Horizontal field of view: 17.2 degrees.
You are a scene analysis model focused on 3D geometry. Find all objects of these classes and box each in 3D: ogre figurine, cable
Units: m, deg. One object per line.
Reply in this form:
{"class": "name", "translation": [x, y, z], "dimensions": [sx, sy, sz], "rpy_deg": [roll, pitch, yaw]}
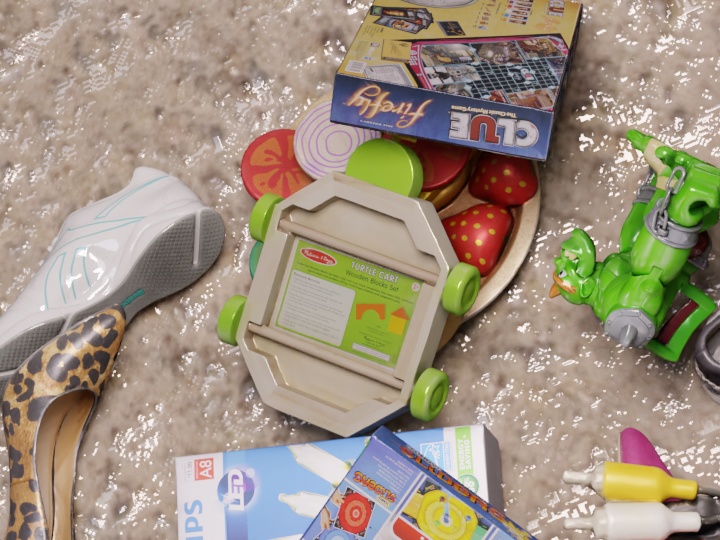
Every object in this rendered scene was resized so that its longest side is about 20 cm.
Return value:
{"class": "ogre figurine", "translation": [0.179, -0.015, 1.451], "dimensions": [0.098, 0.200, 0.120], "rpy_deg": [23, 96, -19]}
{"class": "cable", "translation": [0.218, 0.146, 1.376], "dimensions": [0.199, 0.050, 0.098], "rpy_deg": [-11, 79, 4]}

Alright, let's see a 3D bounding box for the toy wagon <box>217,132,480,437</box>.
{"class": "toy wagon", "translation": [0.000, 0.000, 1.491], "dimensions": [0.155, 0.040, 0.201], "rpy_deg": [20, 97, 24]}

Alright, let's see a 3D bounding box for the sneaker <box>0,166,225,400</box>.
{"class": "sneaker", "translation": [-0.185, 0.010, 1.594], "dimensions": [0.200, 0.070, 0.080], "rpy_deg": [-38, 51, -5]}

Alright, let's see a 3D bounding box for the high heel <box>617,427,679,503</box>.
{"class": "high heel", "translation": [0.220, 0.177, 1.420], "dimensions": [0.096, 0.067, 0.201], "rpy_deg": [-22, 69, 10]}

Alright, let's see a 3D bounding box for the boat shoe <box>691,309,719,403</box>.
{"class": "boat shoe", "translation": [0.298, 0.022, 1.465], "dimensions": [0.199, 0.060, 0.074], "rpy_deg": [-21, 67, 6]}

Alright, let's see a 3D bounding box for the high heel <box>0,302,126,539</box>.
{"class": "high heel", "translation": [-0.181, 0.132, 1.532], "dimensions": [0.143, 0.071, 0.200], "rpy_deg": [43, 101, 30]}

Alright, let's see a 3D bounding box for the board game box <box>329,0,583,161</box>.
{"class": "board game box", "translation": [0.065, -0.133, 1.511], "dimensions": [0.135, 0.200, 0.035], "rpy_deg": [11, 116, 6]}

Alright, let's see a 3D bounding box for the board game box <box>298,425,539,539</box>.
{"class": "board game box", "translation": [0.053, 0.206, 1.418], "dimensions": [0.200, 0.034, 0.136], "rpy_deg": [36, 102, 5]}

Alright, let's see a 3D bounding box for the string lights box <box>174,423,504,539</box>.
{"class": "string lights box", "translation": [-0.012, 0.161, 1.490], "dimensions": [0.199, 0.059, 0.103], "rpy_deg": [-7, 72, 11]}

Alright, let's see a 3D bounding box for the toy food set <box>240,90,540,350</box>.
{"class": "toy food set", "translation": [0.018, -0.045, 1.566], "dimensions": [0.198, 0.049, 0.200], "rpy_deg": [41, 84, 23]}
